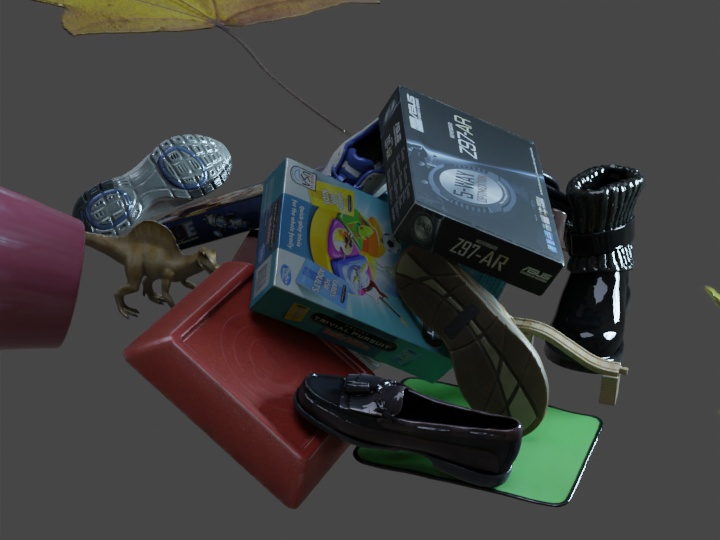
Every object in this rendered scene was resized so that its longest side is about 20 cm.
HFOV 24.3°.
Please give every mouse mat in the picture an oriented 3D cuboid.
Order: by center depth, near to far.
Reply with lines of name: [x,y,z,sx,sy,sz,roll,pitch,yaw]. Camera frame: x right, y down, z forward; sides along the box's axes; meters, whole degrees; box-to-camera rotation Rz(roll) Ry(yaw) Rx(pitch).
mouse mat: [0.109,0.152,1.514,0.199,0.008,0.161,12,28,17]

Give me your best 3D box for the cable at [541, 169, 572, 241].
cable: [0.165,-0.084,1.778,0.163,0.200,0.051,35,83,32]

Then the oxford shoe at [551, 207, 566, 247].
oxford shoe: [0.160,-0.052,1.706,0.071,0.073,0.200,24,8,-24]

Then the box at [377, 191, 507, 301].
box: [0.067,-0.037,1.741,0.200,0.049,0.082,29,8,7]

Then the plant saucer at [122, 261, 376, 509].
plant saucer: [-0.082,0.086,1.480,0.200,0.037,0.200,41,34,2]

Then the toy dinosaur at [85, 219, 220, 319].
toy dinosaur: [-0.220,-0.006,1.697,0.199,0.101,0.058,12,28,20]

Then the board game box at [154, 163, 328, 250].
board game box: [-0.119,-0.067,1.790,0.199,0.035,0.135,-15,9,18]

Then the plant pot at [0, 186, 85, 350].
plant pot: [-0.365,-0.004,1.603,0.179,0.200,0.200,11,24,-18]

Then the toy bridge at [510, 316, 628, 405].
toy bridge: [0.155,0.080,1.594,0.199,0.067,0.027,8,27,13]

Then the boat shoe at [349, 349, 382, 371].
boat shoe: [0.008,0.015,1.666,0.071,0.072,0.200,-36,43,17]

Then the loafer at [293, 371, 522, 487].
loafer: [0.044,0.121,1.438,0.199,0.063,0.072,20,34,-3]

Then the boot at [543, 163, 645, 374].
boot: [0.233,-0.005,1.668,0.079,0.158,0.211,8,27,10]

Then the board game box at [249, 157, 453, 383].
board game box: [0.000,0.000,1.558,0.200,0.047,0.151,23,49,-24]

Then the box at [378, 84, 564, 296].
box: [0.101,-0.078,1.574,0.160,0.044,0.200,22,34,-19]

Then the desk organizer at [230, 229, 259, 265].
desk organizer: [-0.096,0.030,1.670,0.077,0.072,0.200,5,26,10]

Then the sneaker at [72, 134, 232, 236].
sneaker: [-0.235,-0.091,1.851,0.200,0.075,0.087,-26,1,-22]

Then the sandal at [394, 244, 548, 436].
sandal: [0.107,0.058,1.524,0.200,0.080,0.054,54,23,11]

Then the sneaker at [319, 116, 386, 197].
sneaker: [-0.024,-0.081,1.648,0.075,0.088,0.200,35,65,8]
